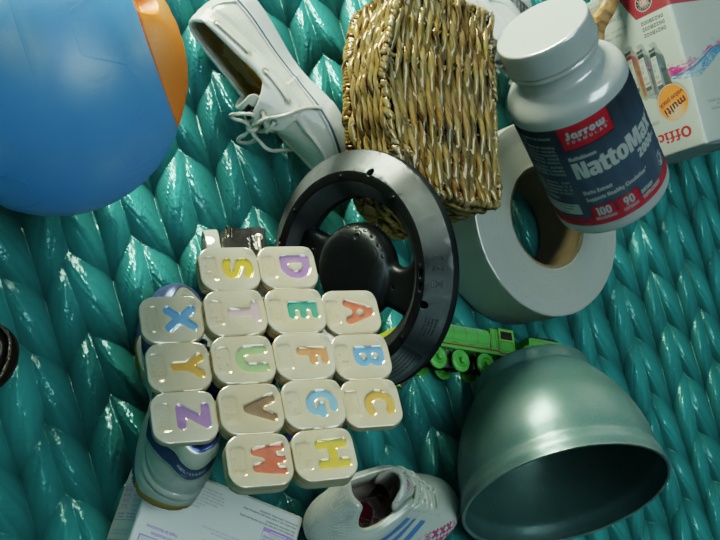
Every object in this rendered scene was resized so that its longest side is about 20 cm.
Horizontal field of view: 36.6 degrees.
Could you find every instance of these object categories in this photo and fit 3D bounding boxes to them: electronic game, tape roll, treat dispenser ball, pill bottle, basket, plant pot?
[{"bbox_3d":[0.000,0.000,0.919,0.041,0.198,0.204,-2,81,-50],"label":"electronic game"},{"bbox_3d":[0.174,-0.049,1.131,0.199,0.070,0.207,8,76,-33],"label":"tape roll"},{"bbox_3d":[-0.226,-0.142,0.798,0.198,0.200,0.205,7,77,-32],"label":"treat dispenser ball"},{"bbox_3d":[0.206,-0.146,1.027,0.120,0.118,0.201,-54,128,-29],"label":"pill bottle"},{"bbox_3d":[0.031,-0.141,0.999,0.141,0.148,0.204,7,77,-36],"label":"basket"},{"bbox_3d":[0.178,0.157,1.039,0.198,0.201,0.136,15,45,-31],"label":"plant pot"}]

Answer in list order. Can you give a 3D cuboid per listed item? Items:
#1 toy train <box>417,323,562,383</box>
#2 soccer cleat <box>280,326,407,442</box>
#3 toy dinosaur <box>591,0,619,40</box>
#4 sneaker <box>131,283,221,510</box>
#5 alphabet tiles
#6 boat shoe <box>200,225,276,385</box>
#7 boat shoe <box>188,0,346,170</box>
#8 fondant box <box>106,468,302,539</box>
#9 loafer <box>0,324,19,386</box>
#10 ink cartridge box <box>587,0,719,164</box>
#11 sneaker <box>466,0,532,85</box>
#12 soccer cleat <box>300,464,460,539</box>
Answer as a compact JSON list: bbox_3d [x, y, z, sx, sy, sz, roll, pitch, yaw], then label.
[{"bbox_3d":[0.130,0.085,1.095,0.197,0.042,0.057,12,65,-32],"label":"toy train"},{"bbox_3d":[-0.017,0.098,0.979,0.084,0.065,0.200,49,55,0],"label":"soccer cleat"},{"bbox_3d":[0.239,-0.228,1.206,0.104,0.060,0.204,14,109,8],"label":"toy dinosaur"},{"bbox_3d":[-0.131,0.082,0.853,0.074,0.088,0.202,13,46,-26],"label":"sneaker"},{"bbox_3d":[-0.066,0.068,0.818,0.192,0.015,0.203,0,57,-21],"label":"alphabet tiles"},{"bbox_3d":[-0.090,0.058,0.915,0.059,0.074,0.203,-9,69,-13],"label":"boat shoe"},{"bbox_3d":[-0.086,-0.150,0.972,0.086,0.074,0.204,-40,102,-33],"label":"boat shoe"},{"bbox_3d":[-0.143,0.270,0.862,0.143,0.058,0.203,28,65,-26],"label":"fondant box"},{"bbox_3d":[-0.336,0.048,0.765,0.197,0.071,0.074,14,73,-31],"label":"loafer"},{"bbox_3d":[0.359,-0.229,1.246,0.143,0.145,0.204,-14,88,-34],"label":"ink cartridge box"},{"bbox_3d":[0.148,-0.220,1.125,0.113,0.075,0.202,-19,67,-30],"label":"sneaker"},{"bbox_3d":[0.036,0.206,0.953,0.198,0.087,0.070,-1,47,-48],"label":"soccer cleat"}]
